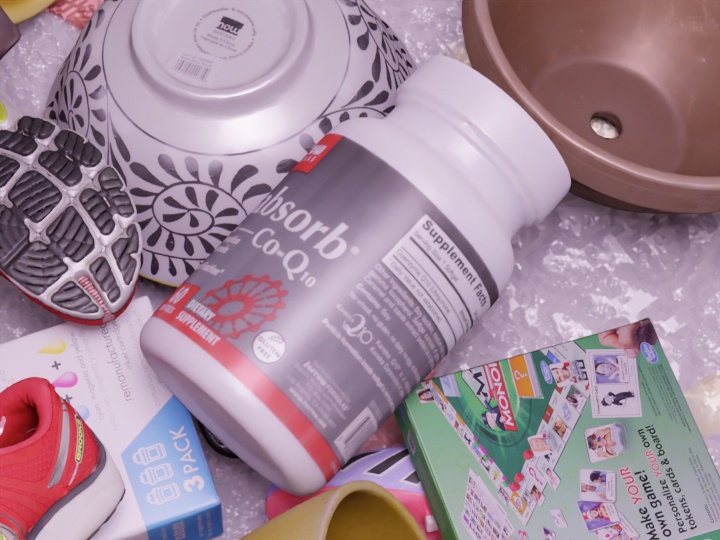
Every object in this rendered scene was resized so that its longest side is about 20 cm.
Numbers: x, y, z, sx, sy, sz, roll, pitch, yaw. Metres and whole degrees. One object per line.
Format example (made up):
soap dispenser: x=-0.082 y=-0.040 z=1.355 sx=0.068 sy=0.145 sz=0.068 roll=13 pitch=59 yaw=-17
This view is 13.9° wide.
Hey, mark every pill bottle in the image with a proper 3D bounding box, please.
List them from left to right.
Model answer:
pill bottle: x=0.000 y=0.000 z=1.408 sx=0.116 sy=0.116 sz=0.200 roll=41 pitch=78 yaw=10

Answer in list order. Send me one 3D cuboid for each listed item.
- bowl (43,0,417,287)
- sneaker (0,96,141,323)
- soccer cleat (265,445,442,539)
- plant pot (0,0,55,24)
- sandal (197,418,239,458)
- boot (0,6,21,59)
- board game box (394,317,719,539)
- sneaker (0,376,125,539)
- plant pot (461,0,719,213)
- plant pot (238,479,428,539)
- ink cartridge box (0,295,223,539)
bowl: x=-0.067 y=-0.098 z=1.488 sx=0.201 sy=0.094 sz=0.201 roll=-2 pitch=59 yaw=3
sneaker: x=-0.176 y=-0.037 z=1.475 sx=0.077 sy=0.085 sz=0.200 roll=-39 pitch=60 yaw=-17
soccer cleat: x=0.053 y=0.106 z=1.472 sx=0.200 sy=0.067 sz=0.077 roll=0 pitch=51 yaw=0
plant pot: x=-0.236 y=-0.246 z=1.509 sx=0.189 sy=0.201 sz=0.201 roll=21 pitch=73 yaw=20
sandal: x=-0.035 y=0.013 z=1.508 sx=0.075 sy=0.045 sz=0.200 roll=15 pitch=58 yaw=-3
boot: x=-0.284 y=-0.103 z=1.403 sx=0.186 sy=0.064 sz=0.200 roll=36 pitch=101 yaw=-16
board game box: x=0.111 y=0.128 z=1.408 sx=0.134 sy=0.029 sz=0.200 roll=-15 pitch=62 yaw=-11
sneaker: x=-0.187 y=0.120 z=1.338 sx=0.085 sy=0.077 sz=0.200 roll=61 pitch=37 yaw=-19
plant pot: x=0.140 y=-0.098 z=1.501 sx=0.201 sy=0.093 sz=0.201 roll=9 pitch=54 yaw=-12
plant pot: x=-0.040 y=0.212 z=1.379 sx=0.142 sy=0.200 sz=0.200 roll=-17 pitch=72 yaw=19
ink cartridge box: x=-0.180 y=0.103 z=1.457 sx=0.200 sy=0.068 sz=0.115 roll=-19 pitch=74 yaw=-7
